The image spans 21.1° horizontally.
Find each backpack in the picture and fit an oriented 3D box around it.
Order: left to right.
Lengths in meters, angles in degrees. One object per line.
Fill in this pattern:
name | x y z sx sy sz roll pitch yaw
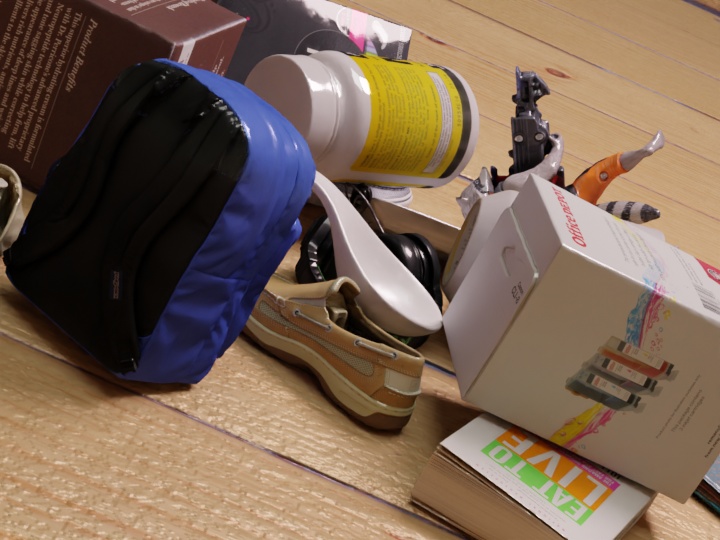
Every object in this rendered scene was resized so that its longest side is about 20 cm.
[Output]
backpack | -0.129 -0.044 1.361 0.162 0.200 0.168 35 15 26

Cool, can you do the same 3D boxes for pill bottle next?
pill bottle | -0.001 -0.132 1.689 0.200 0.114 0.114 2 30 -45

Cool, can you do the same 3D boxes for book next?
book | 0.134 0.155 1.399 0.134 0.048 0.200 33 20 14

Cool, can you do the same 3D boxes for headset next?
headset | 0.000 0.000 1.612 0.123 0.094 0.200 20 37 -18

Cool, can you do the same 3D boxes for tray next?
tray | 0.091 -0.019 1.747 0.200 0.022 0.107 20 -5 -10

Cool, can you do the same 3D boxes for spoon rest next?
spoon rest | -0.014 -0.020 1.502 0.200 0.061 0.099 38 18 3

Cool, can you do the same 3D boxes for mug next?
mug | 0.146 0.018 1.620 0.153 0.187 0.150 23 47 -6

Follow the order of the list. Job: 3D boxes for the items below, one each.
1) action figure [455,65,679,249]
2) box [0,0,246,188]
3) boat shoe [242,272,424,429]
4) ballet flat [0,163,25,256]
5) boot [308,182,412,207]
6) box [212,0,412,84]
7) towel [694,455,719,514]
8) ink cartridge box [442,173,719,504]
action figure | 0.176 -0.078 1.728 0.193 0.200 0.105 -6 25 19
box | -0.234 -0.168 1.597 0.200 0.166 0.164 27 21 8
boat shoe | -0.025 0.036 1.457 0.200 0.076 0.072 35 25 28
ballet flat | -0.280 -0.028 1.354 0.069 0.070 0.200 23 21 -3
boot | -0.023 -0.109 1.784 0.200 0.090 0.073 8 26 -36
box | -0.068 -0.193 1.849 0.200 0.122 0.106 15 -17 -22
towel | 0.341 0.175 1.593 0.200 0.022 0.147 -2 33 -49
ink cartridge box | 0.183 0.049 1.450 0.200 0.145 0.145 27 19 -15
